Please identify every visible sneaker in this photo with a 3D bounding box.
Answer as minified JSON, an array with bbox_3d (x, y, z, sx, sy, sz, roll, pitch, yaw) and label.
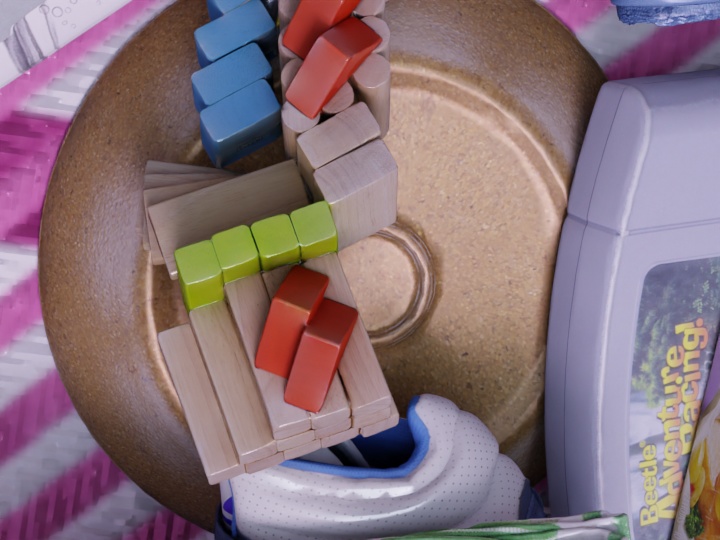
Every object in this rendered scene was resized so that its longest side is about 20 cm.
[{"bbox_3d":[-0.034,0.106,0.910,0.199,0.081,0.147,-17,107,18],"label":"sneaker"}]

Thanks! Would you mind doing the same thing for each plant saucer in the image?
[{"bbox_3d":[0.000,0.000,0.927,0.199,0.035,0.201,-2,104,-10],"label":"plant saucer"}]

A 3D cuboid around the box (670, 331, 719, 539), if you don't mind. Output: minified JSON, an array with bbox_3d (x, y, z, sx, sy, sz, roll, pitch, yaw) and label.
[{"bbox_3d":[0.133,0.032,0.901,0.041,0.039,0.201,9,98,-32],"label":"box"}]

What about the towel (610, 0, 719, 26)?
[{"bbox_3d":[0.120,-0.177,0.897,0.111,0.049,0.201,-6,106,-10],"label":"towel"}]

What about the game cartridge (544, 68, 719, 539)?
[{"bbox_3d":[0.121,0.036,0.939,0.132,0.041,0.201,-7,106,-23],"label":"game cartridge"}]

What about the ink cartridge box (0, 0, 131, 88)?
[{"bbox_3d":[-0.119,-0.135,0.833,0.200,0.084,0.146,-35,120,-1],"label":"ink cartridge box"}]

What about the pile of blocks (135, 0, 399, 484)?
[{"bbox_3d":[-0.023,-0.042,0.852,0.082,0.062,0.201,5,72,1],"label":"pile of blocks"}]

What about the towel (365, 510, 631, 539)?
[{"bbox_3d":[-0.012,0.146,0.868,0.199,0.023,0.153,-6,114,7],"label":"towel"}]
